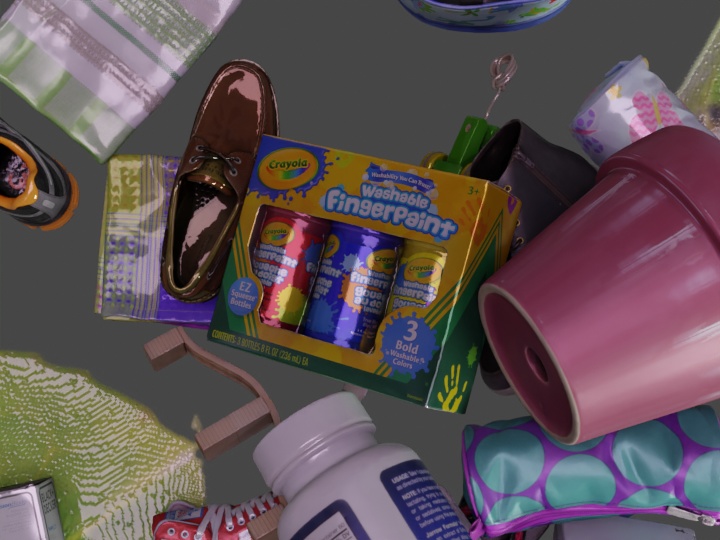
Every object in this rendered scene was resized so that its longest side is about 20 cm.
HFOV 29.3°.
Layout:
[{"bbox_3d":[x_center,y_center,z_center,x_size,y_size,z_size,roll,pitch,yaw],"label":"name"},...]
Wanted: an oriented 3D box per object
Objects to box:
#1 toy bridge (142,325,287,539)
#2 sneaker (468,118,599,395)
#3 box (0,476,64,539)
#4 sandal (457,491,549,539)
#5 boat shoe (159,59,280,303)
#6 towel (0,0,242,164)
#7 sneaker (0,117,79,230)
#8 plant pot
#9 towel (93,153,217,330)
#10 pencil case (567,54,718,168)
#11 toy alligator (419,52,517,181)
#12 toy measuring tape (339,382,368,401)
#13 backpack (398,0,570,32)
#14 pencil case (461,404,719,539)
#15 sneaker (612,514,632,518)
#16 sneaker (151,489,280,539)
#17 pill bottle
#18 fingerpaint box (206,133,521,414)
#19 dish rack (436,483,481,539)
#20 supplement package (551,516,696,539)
[{"bbox_3d":[-0.097,0.124,1.081,0.067,0.027,0.200,-29,63,-13],"label":"toy bridge"},{"bbox_3d":[0.113,-0.011,1.069,0.106,0.075,0.201,29,74,-33],"label":"sneaker"},{"bbox_3d":[-0.287,0.276,1.101,0.116,0.060,0.201,-13,88,1],"label":"box"},{"bbox_3d":[0.093,0.220,1.101,0.075,0.045,0.200,39,89,2],"label":"sandal"},{"bbox_3d":[-0.109,-0.071,1.082,0.071,0.068,0.201,11,87,4],"label":"boat shoe"},{"bbox_3d":[-0.201,-0.207,1.121,0.149,0.031,0.200,38,84,3],"label":"towel"},{"bbox_3d":[-0.319,-0.104,1.107,0.199,0.077,0.079,29,90,3],"label":"sneaker"},{"bbox_3d":[0.190,0.024,0.967,0.178,0.200,0.201,-27,88,-12],"label":"plant pot"},{"bbox_3d":[-0.115,-0.022,1.126,0.199,0.023,0.145,5,89,1],"label":"towel"},{"bbox_3d":[0.257,-0.077,1.089,0.200,0.083,0.091,45,66,2],"label":"pencil case"},{"bbox_3d":[0.087,-0.077,1.112,0.054,0.059,0.201,36,80,-42],"label":"toy alligator"},{"bbox_3d":[0.020,0.084,1.093,0.073,0.074,0.201,31,86,2],"label":"toy measuring tape"},{"bbox_3d":[0.096,-0.287,1.068,0.182,0.147,0.201,-4,84,0],"label":"backpack"},{"bbox_3d":[0.174,0.149,1.014,0.199,0.085,0.093,-5,54,5],"label":"pencil case"},{"bbox_3d":[0.207,0.095,1.097,0.089,0.079,0.201,-11,94,-10],"label":"sneaker"},{"bbox_3d":[-0.091,0.196,1.094,0.112,0.071,0.200,41,91,-1],"label":"sneaker"},{"bbox_3d":[0.010,0.193,0.982,0.119,0.120,0.201,-33,71,0],"label":"pill bottle"},{"bbox_3d":[0.000,0.000,1.035,0.199,0.073,0.168,15,88,29],"label":"fingerpaint box"},{"bbox_3d":[0.020,0.279,1.059,0.200,0.043,0.172,-42,67,14],"label":"dish rack"},{"bbox_3d":[0.187,0.299,1.039,0.109,0.114,0.201,9,104,1],"label":"supplement package"}]
